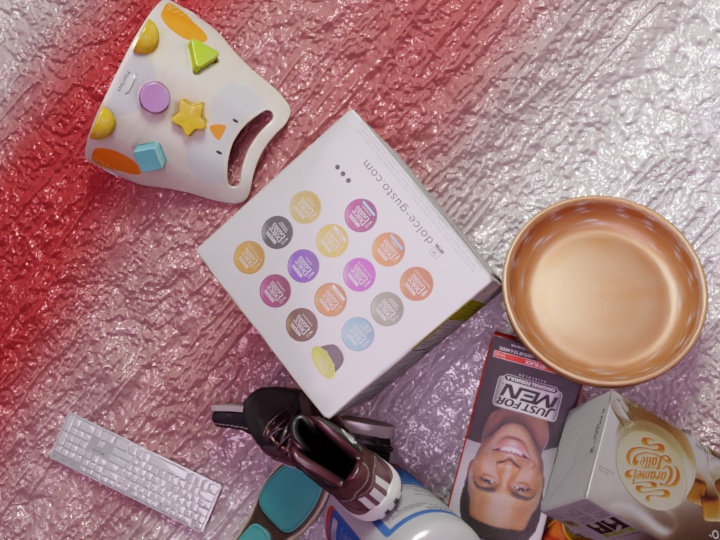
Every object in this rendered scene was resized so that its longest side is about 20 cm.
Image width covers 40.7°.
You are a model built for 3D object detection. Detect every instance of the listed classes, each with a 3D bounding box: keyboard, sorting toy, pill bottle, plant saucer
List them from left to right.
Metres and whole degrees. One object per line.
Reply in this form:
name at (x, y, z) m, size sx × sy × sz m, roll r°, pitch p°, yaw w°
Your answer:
keyboard at (-0.253, 0.225, 1.087) m, size 0.199 × 0.011 × 0.057 m, roll 23°, pitch 93°, yaw 10°
sorting toy at (-0.178, -0.165, 1.048) m, size 0.179 × 0.107 × 0.201 m, roll 27°, pitch 94°, yaw -10°
pill bottle at (0.049, 0.267, 0.908) m, size 0.111 × 0.200 × 0.113 m, roll -6°, pitch 105°, yaw -22°
plant saucer at (0.237, 0.022, 0.956) m, size 0.198 × 0.038 × 0.202 m, roll -1°, pitch 66°, yaw 1°

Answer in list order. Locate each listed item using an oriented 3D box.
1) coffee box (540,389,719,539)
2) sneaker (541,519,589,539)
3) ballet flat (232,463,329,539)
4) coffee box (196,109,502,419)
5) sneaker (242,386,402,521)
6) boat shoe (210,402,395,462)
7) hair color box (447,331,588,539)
coffee box at (0.281, 0.215, 0.902) m, size 0.199 × 0.080 × 0.115 m, roll 31°, pitch 59°, yaw -8°
sneaker at (0.276, 0.297, 0.960) m, size 0.198 × 0.073 × 0.078 m, roll 17°, pitch 81°, yaw 7°
ballet flat at (-0.083, 0.261, 1.018) m, size 0.069 × 0.069 × 0.200 m, roll 41°, pitch 109°, yaw 8°
coffee box at (0.000, 0.000, 0.946) m, size 0.197 × 0.200 × 0.200 m, roll -40°, pitch 81°, yaw 7°
sneaker at (-0.053, 0.147, 0.901) m, size 0.199 × 0.116 × 0.076 m, roll 27°, pitch 75°, yaw 35°
boat shoe at (-0.064, 0.178, 1.024) m, size 0.198 × 0.074 × 0.061 m, roll 8°, pitch 86°, yaw 2°
hair color box at (0.158, 0.172, 0.987) m, size 0.101 × 0.061 × 0.202 m, roll 14°, pitch 93°, yaw 9°
